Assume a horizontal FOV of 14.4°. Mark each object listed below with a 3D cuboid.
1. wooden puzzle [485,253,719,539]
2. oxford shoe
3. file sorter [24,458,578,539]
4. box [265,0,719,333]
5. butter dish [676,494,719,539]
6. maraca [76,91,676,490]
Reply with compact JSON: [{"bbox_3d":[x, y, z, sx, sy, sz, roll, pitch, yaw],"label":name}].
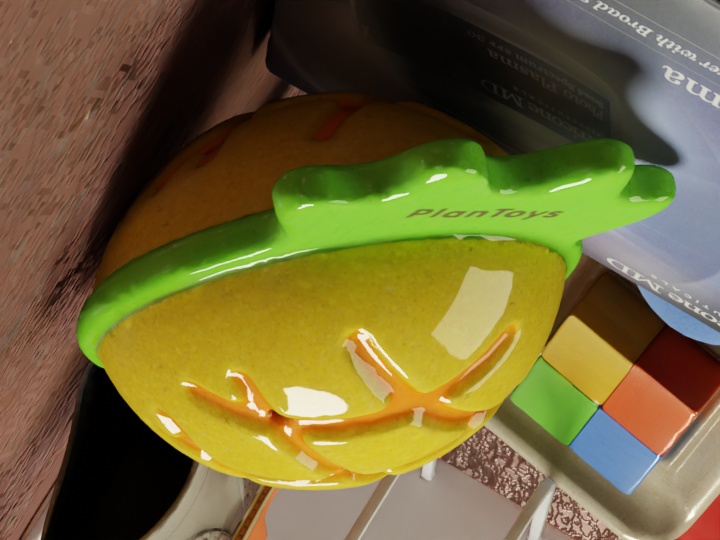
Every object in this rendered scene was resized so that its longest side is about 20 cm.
[{"bbox_3d":[0.071,-0.014,0.943,0.046,0.185,0.200,-43,169,-46],"label":"wooden puzzle"},{"bbox_3d":[-0.042,0.026,0.897,0.073,0.071,0.200,58,49,-60],"label":"oxford shoe"},{"bbox_3d":[-0.008,0.113,0.999,0.139,0.200,0.125,-58,170,-13],"label":"file sorter"},{"bbox_3d":[0.089,-0.086,0.778,0.123,0.200,0.198,-58,174,-17],"label":"box"},{"bbox_3d":[0.106,-0.004,1.064,0.200,0.148,0.200,-58,-150,16],"label":"butter dish"},{"bbox_3d":[0.000,0.000,0.778,0.137,0.107,0.200,-5,166,-29],"label":"maraca"}]
